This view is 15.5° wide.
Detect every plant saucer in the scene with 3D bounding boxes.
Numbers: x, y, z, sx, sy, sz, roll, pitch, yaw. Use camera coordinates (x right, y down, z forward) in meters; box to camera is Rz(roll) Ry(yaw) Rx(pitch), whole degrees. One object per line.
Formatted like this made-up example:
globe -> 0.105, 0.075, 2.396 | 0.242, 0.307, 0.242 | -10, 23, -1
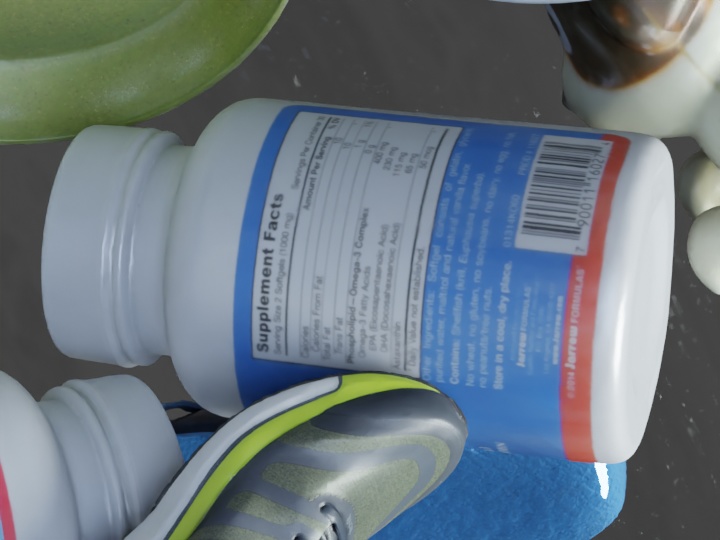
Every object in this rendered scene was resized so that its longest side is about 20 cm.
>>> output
plant saucer -> -0.117, -0.121, 0.867 | 0.200, 0.031, 0.200 | -3, 138, -3

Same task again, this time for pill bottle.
pill bottle -> -0.160, 0.088, 0.845 | 0.200, 0.109, 0.109 | -9, 103, -27
pill bottle -> 0.000, 0.000, 0.895 | 0.200, 0.112, 0.112 | 6, 100, 14

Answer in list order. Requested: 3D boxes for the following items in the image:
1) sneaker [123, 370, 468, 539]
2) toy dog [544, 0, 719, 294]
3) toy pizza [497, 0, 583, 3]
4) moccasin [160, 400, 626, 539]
sneaker -> -0.039, 0.111, 0.817 | 0.200, 0.081, 0.074 | -40, 142, -11
toy dog -> 0.161, -0.078, 0.922 | 0.200, 0.140, 0.194 | 16, 125, 1
toy pizza -> 0.059, -0.181, 0.885 | 0.200, 0.032, 0.200 | 0, 66, 1
moccasin -> -0.005, 0.078, 0.953 | 0.200, 0.068, 0.081 | 0, 112, 3
